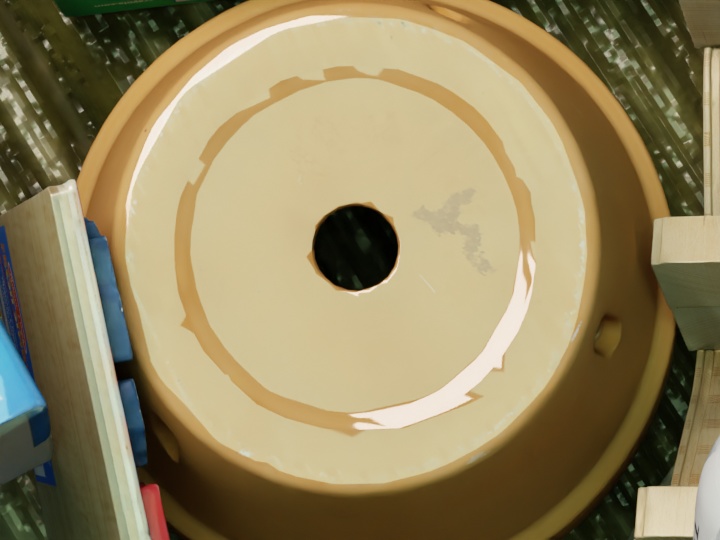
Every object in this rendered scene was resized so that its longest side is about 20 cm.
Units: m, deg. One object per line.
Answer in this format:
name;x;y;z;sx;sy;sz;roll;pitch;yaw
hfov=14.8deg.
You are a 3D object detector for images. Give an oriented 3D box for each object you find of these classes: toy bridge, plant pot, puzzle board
toy bridge;0.107;0.006;0.841;0.027;0.067;0.201;-1;64;17
plant pot;0.000;0.000;0.833;0.199;0.140;0.201;0;84;3
puzzle board;-0.075;0.077;0.814;0.017;0.151;0.201;-11;90;-14

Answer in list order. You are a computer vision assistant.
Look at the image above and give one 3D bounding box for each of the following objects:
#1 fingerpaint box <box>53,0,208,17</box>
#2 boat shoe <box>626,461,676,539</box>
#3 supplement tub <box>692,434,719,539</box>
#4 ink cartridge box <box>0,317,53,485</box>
fingerpaint box;-0.010;-0.178;0.885;0.199;0.073;0.168;-7;85;1
boat shoe;0.092;0.128;0.847;0.072;0.060;0.202;21;84;31
supplement tub;0.148;0.137;0.761;0.122;0.123;0.201;1;119;2
ink cartridge box;-0.166;-0.024;0.759;0.084;0.146;0.201;-27;85;-8
